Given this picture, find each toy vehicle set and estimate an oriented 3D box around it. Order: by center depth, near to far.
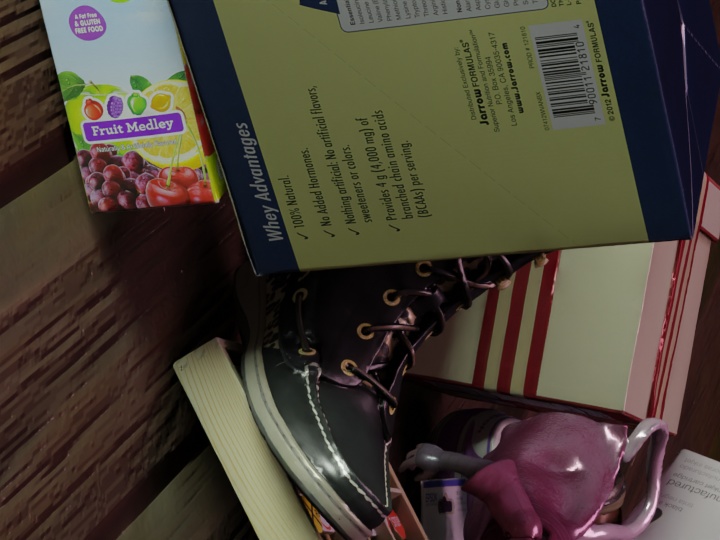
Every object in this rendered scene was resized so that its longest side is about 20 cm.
[{"bbox_3d":[-0.022,0.102,1.319,0.125,0.026,0.200,62,12,14],"label":"toy vehicle set"}]

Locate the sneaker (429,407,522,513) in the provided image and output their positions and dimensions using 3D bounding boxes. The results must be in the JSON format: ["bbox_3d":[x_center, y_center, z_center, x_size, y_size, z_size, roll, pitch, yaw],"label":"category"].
[{"bbox_3d":[0.096,0.185,1.621,0.114,0.072,0.201,-6,-80,68],"label":"sneaker"}]

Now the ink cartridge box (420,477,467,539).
[{"bbox_3d":[0.039,0.223,1.555,0.099,0.039,0.201,13,74,-71],"label":"ink cartridge box"}]

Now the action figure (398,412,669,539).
[{"bbox_3d":[0.094,0.162,1.460,0.200,0.148,0.135,-68,160,-73],"label":"action figure"}]

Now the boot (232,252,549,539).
[{"bbox_3d":[0.022,0.023,1.245,0.074,0.153,0.204,50,13,-33],"label":"boot"}]

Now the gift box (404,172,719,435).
[{"bbox_3d":[0.107,-0.011,1.623,0.185,0.199,0.188,30,72,-74],"label":"gift box"}]

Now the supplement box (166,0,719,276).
[{"bbox_3d":[0.036,-0.121,1.135,0.135,0.199,0.201,-70,150,-52],"label":"supplement box"}]

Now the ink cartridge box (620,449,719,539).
[{"bbox_3d":[0.211,0.220,1.617,0.200,0.145,0.084,-45,143,-37],"label":"ink cartridge box"}]

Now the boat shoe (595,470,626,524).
[{"bbox_3d":[0.125,0.158,1.735,0.200,0.075,0.074,-141,-135,-82],"label":"boat shoe"}]

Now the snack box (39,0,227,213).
[{"bbox_3d":[-0.090,-0.150,1.188,0.169,0.067,0.201,-59,141,-63],"label":"snack box"}]
